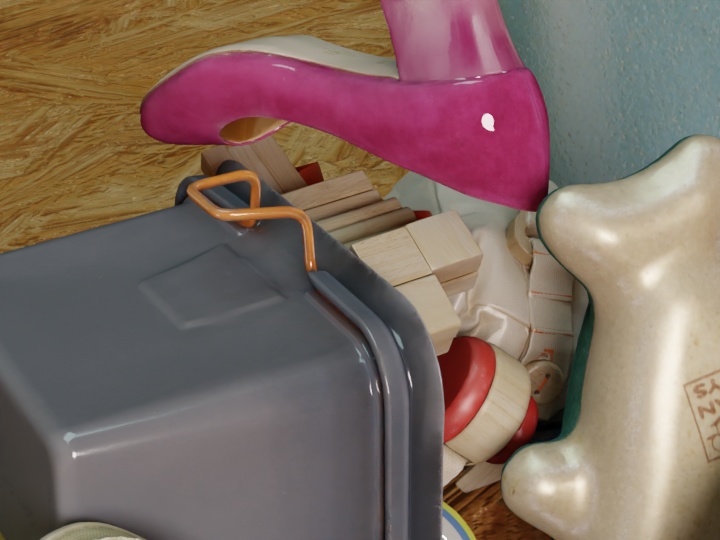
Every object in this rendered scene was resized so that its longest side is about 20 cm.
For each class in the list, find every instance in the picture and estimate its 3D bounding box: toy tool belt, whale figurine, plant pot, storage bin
[{"bbox_3d":[0.067,0.036,0.876,0.125,0.123,0.200,-49,24,17],"label":"toy tool belt"},{"bbox_3d":[0.119,0.049,0.781,0.159,0.200,0.104,-23,16,-10],"label":"whale figurine"},{"bbox_3d":[0.168,-0.083,0.991,0.200,0.196,0.196,-4,5,44],"label":"plant pot"},{"bbox_3d":[-0.074,0.044,0.776,0.134,0.146,0.200,-12,28,-25],"label":"storage bin"}]

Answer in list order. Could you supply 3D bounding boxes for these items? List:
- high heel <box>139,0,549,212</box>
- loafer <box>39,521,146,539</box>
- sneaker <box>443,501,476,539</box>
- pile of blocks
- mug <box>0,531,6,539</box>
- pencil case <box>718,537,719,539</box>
[{"bbox_3d":[-0.010,-0.051,0.825,0.200,0.096,0.067,-15,1,38],"label":"high heel"},{"bbox_3d":[-0.029,0.153,0.662,0.076,0.200,0.068,-47,1,-28],"label":"loafer"},{"bbox_3d":[-0.053,0.128,0.857,0.200,0.074,0.082,-2,31,27],"label":"sneaker"},{"bbox_3d":[0.000,0.000,0.843,0.062,0.082,0.200,-18,24,-22],"label":"pile of blocks"},{"bbox_3d":[-0.148,0.169,0.777,0.187,0.149,0.153,25,33,22],"label":"mug"},{"bbox_3d":[0.145,0.124,0.671,0.087,0.087,0.200,5,59,35],"label":"pencil case"}]
